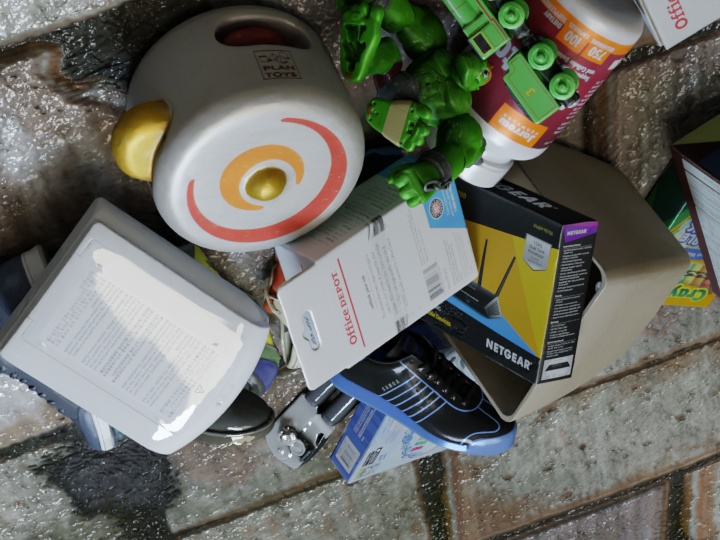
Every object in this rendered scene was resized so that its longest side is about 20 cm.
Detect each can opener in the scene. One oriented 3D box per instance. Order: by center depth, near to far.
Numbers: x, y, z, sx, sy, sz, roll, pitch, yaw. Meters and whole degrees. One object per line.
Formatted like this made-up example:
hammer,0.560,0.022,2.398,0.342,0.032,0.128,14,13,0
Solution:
can opener,-0.028,0.133,1.820,0.200,0.053,0.066,-48,170,29

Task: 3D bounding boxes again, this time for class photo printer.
photo printer,-0.189,0.055,1.492,0.199,0.070,0.167,34,106,-17

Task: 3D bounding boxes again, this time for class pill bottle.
pill bottle,0.145,-0.172,1.505,0.112,0.114,0.200,13,128,-37

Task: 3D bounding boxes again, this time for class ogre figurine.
ogre figurine,0.045,-0.155,1.438,0.119,0.201,0.098,-6,144,-52

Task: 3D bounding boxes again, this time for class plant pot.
plant pot,0.196,-0.002,1.670,0.176,0.201,0.201,-6,140,-39

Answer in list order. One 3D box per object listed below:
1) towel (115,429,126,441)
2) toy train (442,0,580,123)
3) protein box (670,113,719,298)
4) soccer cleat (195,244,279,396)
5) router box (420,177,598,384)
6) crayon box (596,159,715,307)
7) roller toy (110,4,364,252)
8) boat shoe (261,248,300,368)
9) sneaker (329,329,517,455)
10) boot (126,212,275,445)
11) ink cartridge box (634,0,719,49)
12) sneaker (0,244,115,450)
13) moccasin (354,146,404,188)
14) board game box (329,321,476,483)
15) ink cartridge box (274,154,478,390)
towel,-0.230,0.093,1.685,0.146,0.022,0.200,-26,141,4
toy train,0.107,-0.208,1.414,0.056,0.201,0.042,-36,-176,18
protein box,0.439,-0.069,1.690,0.198,0.135,0.201,-31,127,-9
soccer cleat,-0.135,0.037,1.649,0.064,0.084,0.201,-1,134,31
router box,0.122,-0.004,1.579,0.051,0.199,0.151,-7,113,-37
crayon box,0.341,-0.028,1.814,0.125,0.052,0.201,4,134,-30
roller toy,-0.095,-0.113,1.429,0.182,0.140,0.200,-32,140,10
boat shoe,-0.062,0.030,1.665,0.062,0.072,0.201,-19,145,-2
sneaker,0.063,0.107,1.657,0.198,0.070,0.078,23,133,6
boot,-0.159,0.052,1.571,0.180,0.073,0.202,11,119,6
ink cartridge box,0.306,-0.303,1.462,0.199,0.084,0.145,-31,140,7
sneaker,-0.313,0.094,1.560,0.145,0.077,0.204,-24,110,-6
moccasin,0.005,-0.025,1.634,0.080,0.069,0.201,-10,139,-17
board game box,0.085,0.123,1.819,0.198,0.043,0.201,-12,142,-41
ink cartridge box,0.000,0.000,1.508,0.199,0.066,0.117,-33,125,-25
